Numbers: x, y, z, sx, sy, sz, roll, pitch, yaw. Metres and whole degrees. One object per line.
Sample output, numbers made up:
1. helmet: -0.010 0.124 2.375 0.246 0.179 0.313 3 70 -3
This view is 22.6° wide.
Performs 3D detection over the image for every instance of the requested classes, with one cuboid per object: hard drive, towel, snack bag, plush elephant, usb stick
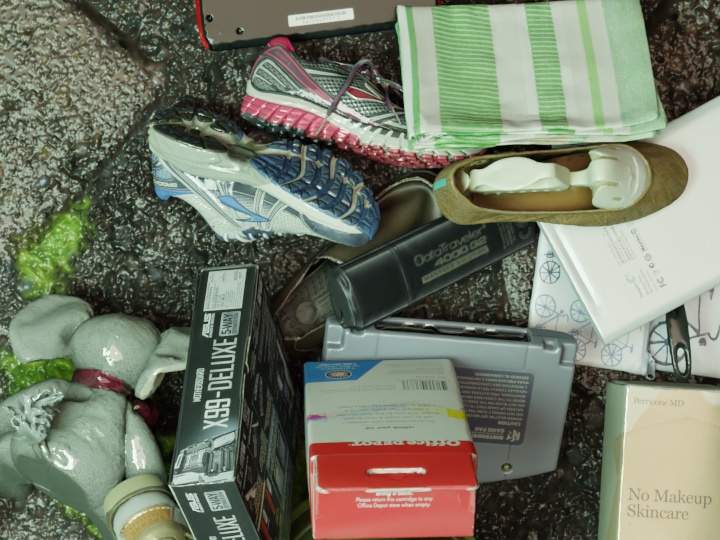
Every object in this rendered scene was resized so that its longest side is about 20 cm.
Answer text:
1. hard drive: 0.250 -0.045 1.428 0.200 0.027 0.132 -28 85 -1
2. towel: 0.131 -0.158 1.419 0.200 0.023 0.153 -3 53 -2
3. snack bag: 0.242 -0.005 1.479 0.200 0.021 0.189 9 88 -4
4. plush elephant: -0.200 0.102 1.387 0.165 0.200 0.155 23 59 18
5. usb stick: 0.059 -0.011 1.420 0.200 0.033 0.056 -26 103 -31

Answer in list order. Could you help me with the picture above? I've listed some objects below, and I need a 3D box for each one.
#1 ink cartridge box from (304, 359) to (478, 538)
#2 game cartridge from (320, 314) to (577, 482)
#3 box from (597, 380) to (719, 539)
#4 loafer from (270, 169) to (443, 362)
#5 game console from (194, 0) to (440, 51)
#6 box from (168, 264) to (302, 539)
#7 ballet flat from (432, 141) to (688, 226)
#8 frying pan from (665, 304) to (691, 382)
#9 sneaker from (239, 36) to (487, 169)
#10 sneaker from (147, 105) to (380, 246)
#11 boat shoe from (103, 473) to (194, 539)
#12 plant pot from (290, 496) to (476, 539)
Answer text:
1. ink cartridge box: 0.019 0.136 1.305 0.116 0.200 0.067 -1 112 -3
2. game cartridge: 0.064 0.105 1.433 0.200 0.041 0.133 5 111 -6
3. box: 0.243 0.190 1.447 0.095 0.078 0.200 2 89 -3
4. loafer: 0.000 0.000 1.437 0.073 0.071 0.200 44 87 -2
5. game console: -0.042 -0.277 1.465 0.200 0.031 0.177 -8 96 -3
6. box: -0.088 0.120 1.334 0.050 0.158 0.200 -5 48 10
7. ballet flat: 0.155 -0.070 1.383 0.200 0.072 0.068 -1 80 2
8. frying pan: 0.260 -0.019 1.451 0.115 0.031 0.190 -28 89 -2
9. sneaker: 0.008 -0.129 1.437 0.200 0.081 0.075 16 86 -3
10. sneaker: -0.078 -0.059 1.426 0.200 0.077 0.085 24 127 14
11. boat shoe: -0.136 0.238 1.368 0.075 0.200 0.068 -31 47 -3
12. plant pot: 0.016 0.260 1.354 0.200 0.190 0.200 0 85 -5
